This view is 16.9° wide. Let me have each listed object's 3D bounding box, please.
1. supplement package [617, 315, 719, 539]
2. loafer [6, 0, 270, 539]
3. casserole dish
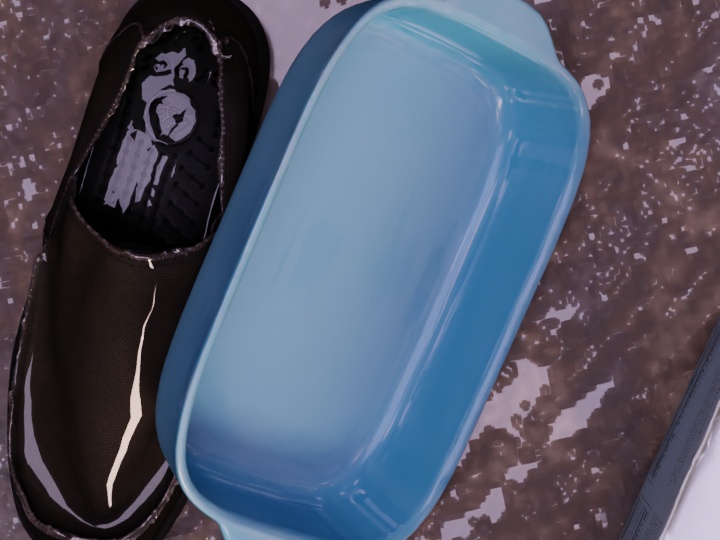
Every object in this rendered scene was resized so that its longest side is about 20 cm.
[{"bbox_3d":[0.150,0.132,0.768,0.155,0.111,0.201,24,92,3],"label":"supplement package"},{"bbox_3d":[-0.079,0.001,0.799,0.073,0.071,0.201,9,90,3],"label":"loafer"},{"bbox_3d":[0.000,0.000,0.786,0.121,0.039,0.201,22,93,-41],"label":"casserole dish"}]
